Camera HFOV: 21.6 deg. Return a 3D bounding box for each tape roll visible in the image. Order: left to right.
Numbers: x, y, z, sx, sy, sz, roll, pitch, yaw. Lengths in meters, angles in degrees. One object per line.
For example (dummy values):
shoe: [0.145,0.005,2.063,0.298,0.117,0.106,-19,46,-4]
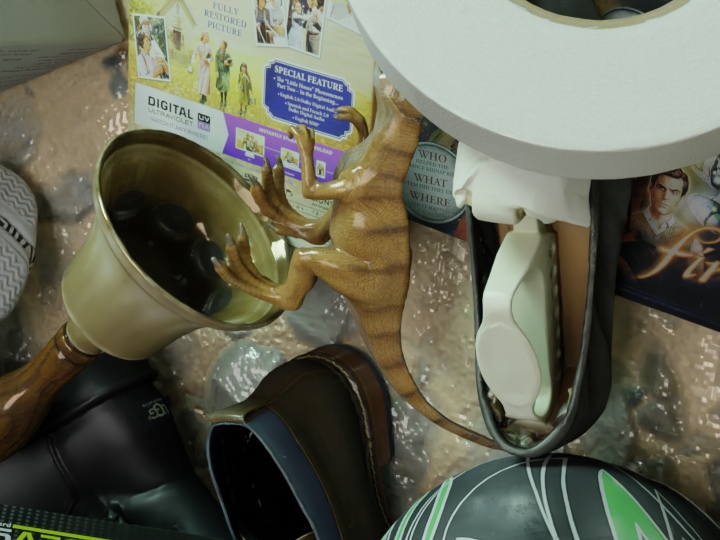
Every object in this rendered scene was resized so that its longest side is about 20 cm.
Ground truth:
tape roll: [0.088,-0.133,0.686,0.203,0.037,0.203,-2,75,8]

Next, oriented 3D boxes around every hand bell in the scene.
hand bell: [-0.131,0.037,0.856,0.200,0.104,0.104,-42,77,33]

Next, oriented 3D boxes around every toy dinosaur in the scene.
toy dinosaur: [0.000,0.000,0.780,0.106,0.060,0.200,12,126,24]

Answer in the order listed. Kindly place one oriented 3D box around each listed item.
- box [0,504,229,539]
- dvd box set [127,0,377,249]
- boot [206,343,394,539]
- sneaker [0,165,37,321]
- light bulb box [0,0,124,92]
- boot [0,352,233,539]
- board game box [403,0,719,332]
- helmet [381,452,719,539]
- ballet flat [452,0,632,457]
box: [-0.139,0.194,0.828,0.193,0.048,0.200,8,123,-8]
dvd box set: [-0.042,-0.113,0.834,0.146,0.029,0.200,19,118,32]
boot: [-0.021,0.140,0.851,0.075,0.097,0.200,-13,91,31]
sneaker: [-0.234,0.040,0.945,0.075,0.200,0.115,30,153,-15]
light bulb box: [-0.258,-0.132,0.886,0.200,0.198,0.125,-17,88,31]
boot: [-0.140,0.153,0.935,0.200,0.076,0.168,-34,79,28]
board game box: [0.114,-0.056,0.747,0.200,0.035,0.136,20,120,19]
helmet: [0.080,0.173,0.756,0.200,0.200,0.191,-39,95,29]
ballet flat: [0.069,-0.016,0.727,0.068,0.068,0.200,4,114,25]
